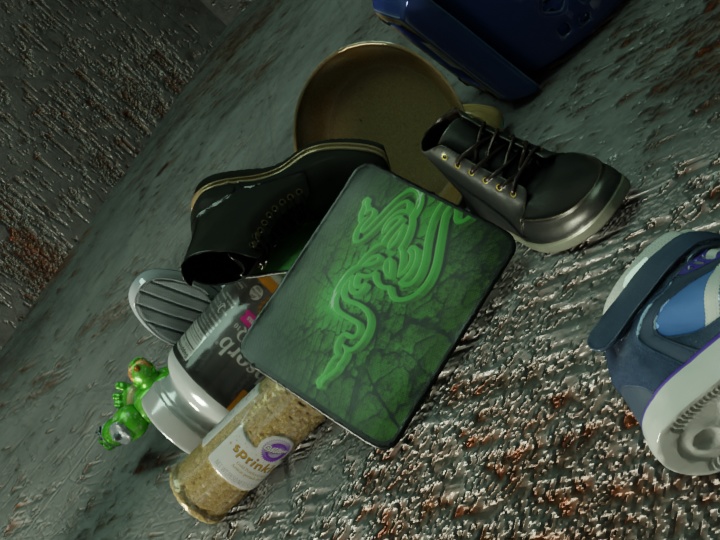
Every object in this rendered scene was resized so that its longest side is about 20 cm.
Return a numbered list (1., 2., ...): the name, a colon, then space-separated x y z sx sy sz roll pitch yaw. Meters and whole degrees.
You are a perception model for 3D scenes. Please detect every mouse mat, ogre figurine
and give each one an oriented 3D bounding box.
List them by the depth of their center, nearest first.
1. mouse mat: 0.012 0.022 0.777 0.160 0.008 0.201 29 78 24
2. mouse mat: -0.040 -0.032 0.912 0.198 0.008 0.161 -5 24 31
3. ogre figurine: -0.230 0.141 1.134 0.198 0.099 0.120 -22 4 -9

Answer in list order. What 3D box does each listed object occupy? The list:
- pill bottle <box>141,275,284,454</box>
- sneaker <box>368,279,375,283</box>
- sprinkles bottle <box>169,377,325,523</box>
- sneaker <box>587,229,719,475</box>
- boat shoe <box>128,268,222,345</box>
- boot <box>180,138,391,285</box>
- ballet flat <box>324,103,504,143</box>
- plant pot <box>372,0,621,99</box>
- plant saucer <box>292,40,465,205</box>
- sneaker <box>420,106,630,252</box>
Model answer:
1. pill bottle: -0.121 0.084 0.969 0.200 0.116 0.116 -50 21 2
2. sneaker: 0.000 0.000 0.889 0.079 0.076 0.199 -20 6 -27
3. sprinkles bottle: -0.085 0.141 0.867 0.200 0.068 0.068 -45 21 15
4. sneaker: 0.206 -0.002 0.497 0.200 0.080 0.147 -46 24 25
5. boat shoe: -0.176 0.044 1.030 0.074 0.200 0.067 -50 47 3
6. boot: -0.066 -0.046 0.887 0.198 0.078 0.139 -17 32 11
7. ballet flat: 0.057 -0.139 0.999 0.198 0.069 0.063 4 33 28
8. plant pot: 0.131 -0.297 1.002 0.181 0.199 0.200 -54 20 8
9. plant saucer: 0.025 -0.127 0.958 0.200 0.201 0.035 -35 -2 34
10. sneaker: 0.119 -0.077 0.766 0.075 0.106 0.200 -54 21 -12
